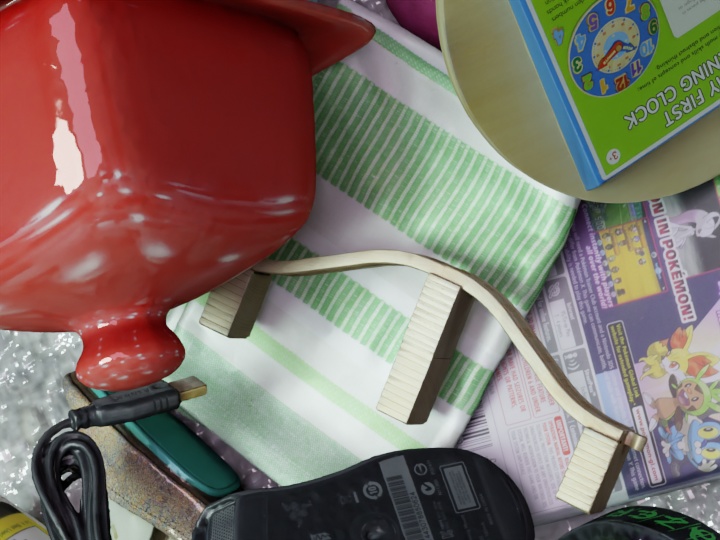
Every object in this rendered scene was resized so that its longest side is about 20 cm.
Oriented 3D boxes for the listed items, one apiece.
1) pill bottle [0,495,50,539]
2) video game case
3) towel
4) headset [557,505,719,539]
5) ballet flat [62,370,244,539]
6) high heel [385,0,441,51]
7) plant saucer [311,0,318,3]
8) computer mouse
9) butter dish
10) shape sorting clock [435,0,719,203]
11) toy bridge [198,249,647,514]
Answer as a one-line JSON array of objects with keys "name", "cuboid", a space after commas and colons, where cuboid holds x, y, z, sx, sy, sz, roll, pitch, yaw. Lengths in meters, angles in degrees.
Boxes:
[{"name": "pill bottle", "cuboid": [-0.118, 0.191, 0.753, 0.199, 0.112, 0.113, 32, 91, 15]}, {"name": "video game case", "cuboid": [0.103, -0.001, 0.770, 0.181, 0.023, 0.202, -16, 79, 11]}, {"name": "towel", "cuboid": [0.000, 0.000, 0.774, 0.152, 0.023, 0.201, 32, 97, 21]}, {"name": "headset", "cuboid": [0.106, 0.195, 0.694, 0.123, 0.093, 0.202, 17, 114, 44]}, {"name": "ballet flat", "cuboid": [-0.066, 0.121, 0.774, 0.199, 0.068, 0.068, 35, 95, 16]}, {"name": "high heel", "cuboid": [0.052, -0.153, 0.718, 0.067, 0.200, 0.096, -40, 89, -29]}, {"name": "plant saucer", "cuboid": [-0.116, -0.135, 0.776, 0.198, 0.201, 0.028, -7, 40, 13]}, {"name": "computer mouse", "cuboid": [-0.037, 0.102, 0.727, 0.198, 0.046, 0.141, -15, 58, -20]}, {"name": "butter dish", "cuboid": [-0.104, -0.025, 0.706, 0.199, 0.199, 0.149, -21, 74, 31]}, {"name": "shape sorting clock", "cuboid": [0.118, -0.123, 0.694, 0.198, 0.039, 0.202, -8, 112, -21]}, {"name": "toy bridge", "cuboid": [0.029, 0.031, 0.735, 0.199, 0.027, 0.068, 24, 95, 22]}]
